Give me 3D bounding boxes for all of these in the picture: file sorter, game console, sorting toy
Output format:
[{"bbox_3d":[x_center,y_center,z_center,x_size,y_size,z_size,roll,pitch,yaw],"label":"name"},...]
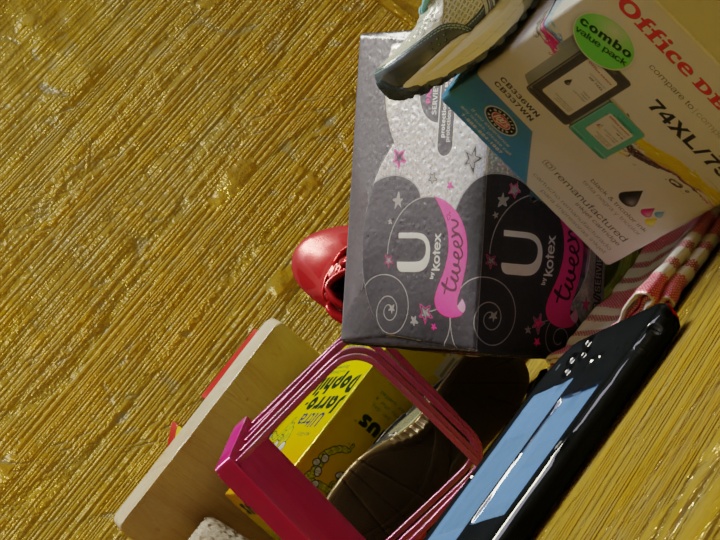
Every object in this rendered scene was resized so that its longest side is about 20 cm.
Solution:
[{"bbox_3d":[0.002,0.124,1.661,0.125,0.139,0.200,-44,2,3],"label":"file sorter"},{"bbox_3d":[0.089,0.109,1.381,0.200,0.031,0.177,-53,0,-17],"label":"game console"},{"bbox_3d":[-0.070,0.165,1.987,0.199,0.200,0.070,-52,29,-5],"label":"sorting toy"}]

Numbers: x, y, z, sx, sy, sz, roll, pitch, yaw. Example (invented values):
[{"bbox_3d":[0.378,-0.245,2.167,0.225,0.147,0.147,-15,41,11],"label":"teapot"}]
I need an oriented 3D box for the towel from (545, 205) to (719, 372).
[{"bbox_3d":[0.193,-0.025,1.516,0.200,0.030,0.146,-52,1,-30],"label":"towel"}]

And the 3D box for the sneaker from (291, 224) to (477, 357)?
[{"bbox_3d":[0.000,0.000,1.727,0.200,0.115,0.078,13,87,45],"label":"sneaker"}]

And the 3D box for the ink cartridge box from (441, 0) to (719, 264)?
[{"bbox_3d":[0.178,-0.127,1.434,0.146,0.147,0.200,-51,9,-32],"label":"ink cartridge box"}]

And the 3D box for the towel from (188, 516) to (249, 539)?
[{"bbox_3d":[-0.082,0.244,1.834,0.034,0.132,0.200,-56,0,15],"label":"towel"}]

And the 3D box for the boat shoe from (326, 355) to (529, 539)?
[{"bbox_3d":[0.046,0.138,1.813,0.200,0.073,0.065,-44,-7,-7],"label":"boat shoe"}]

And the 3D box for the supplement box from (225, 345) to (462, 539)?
[{"bbox_3d":[0.013,0.124,1.897,0.200,0.110,0.109,-52,14,-19],"label":"supplement box"}]

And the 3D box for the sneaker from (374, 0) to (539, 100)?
[{"bbox_3d":[0.066,-0.182,1.442,0.200,0.086,0.078,-49,9,-13],"label":"sneaker"}]

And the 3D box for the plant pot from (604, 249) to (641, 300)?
[{"bbox_3d":[0.138,-0.058,1.809,0.200,0.200,0.190,-52,13,23],"label":"plant pot"}]

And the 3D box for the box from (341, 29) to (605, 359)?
[{"bbox_3d":[0.074,-0.047,1.581,0.132,0.115,0.200,2,88,49],"label":"box"}]

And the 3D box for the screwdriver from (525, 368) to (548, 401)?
[{"bbox_3d":[0.126,0.061,1.612,0.200,0.028,0.029,-55,-26,-72],"label":"screwdriver"}]

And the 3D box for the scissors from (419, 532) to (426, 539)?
[{"bbox_3d":[0.011,0.224,1.683,0.073,0.014,0.200,-48,2,15],"label":"scissors"}]
